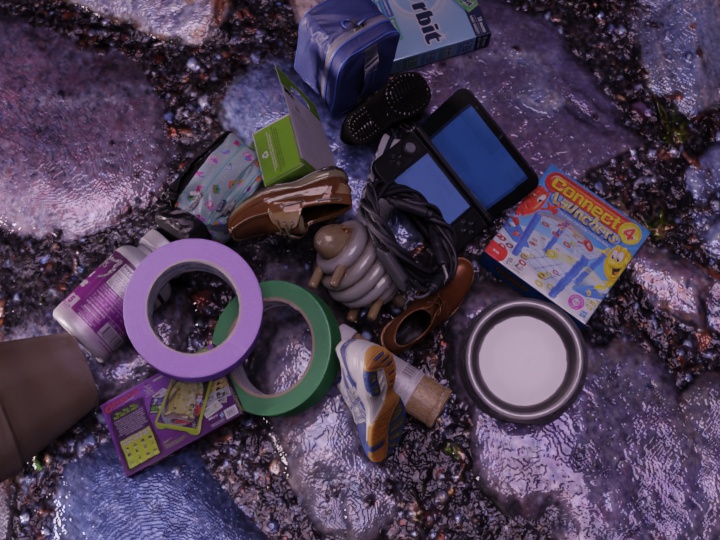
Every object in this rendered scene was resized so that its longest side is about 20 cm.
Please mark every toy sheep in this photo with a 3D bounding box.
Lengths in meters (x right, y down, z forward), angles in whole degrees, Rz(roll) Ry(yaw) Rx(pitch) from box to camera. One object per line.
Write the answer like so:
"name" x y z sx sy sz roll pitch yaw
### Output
"toy sheep" 0.000 0.000 1.475 0.137 0.200 0.139 -28 38 24

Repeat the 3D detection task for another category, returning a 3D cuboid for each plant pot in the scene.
"plant pot" -0.483 0.179 1.389 0.172 0.200 0.201 -22 70 -27

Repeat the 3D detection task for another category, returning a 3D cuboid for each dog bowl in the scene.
"dog bowl" 0.246 0.135 1.445 0.197 0.059 0.203 -1 82 7

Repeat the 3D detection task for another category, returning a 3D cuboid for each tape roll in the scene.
"tape roll" -0.127 0.118 1.440 0.198 0.048 0.203 -4 78 20
"tape roll" -0.240 0.059 1.392 0.197 0.066 0.203 1 78 -5

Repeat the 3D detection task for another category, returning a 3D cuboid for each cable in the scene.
"cable" 0.076 -0.062 1.447 0.163 0.051 0.201 -34 90 -44

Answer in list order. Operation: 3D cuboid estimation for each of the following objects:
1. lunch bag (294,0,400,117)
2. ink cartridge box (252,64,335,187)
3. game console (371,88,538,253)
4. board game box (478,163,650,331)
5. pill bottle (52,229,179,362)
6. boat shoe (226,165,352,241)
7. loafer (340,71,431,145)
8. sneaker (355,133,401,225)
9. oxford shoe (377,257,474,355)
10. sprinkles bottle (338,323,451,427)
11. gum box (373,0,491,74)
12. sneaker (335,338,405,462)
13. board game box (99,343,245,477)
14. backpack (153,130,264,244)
"lunch bag" -0.016 -0.357 1.577 0.135 0.200 0.133 -34 76 -18
"ink cartridge box" -0.109 -0.205 1.541 0.075 0.148 0.202 -26 62 17
"game console" 0.149 -0.151 1.516 0.170 0.118 0.201 -40 91 -27
"board game box" 0.327 -0.036 1.538 0.199 0.056 0.196 36 73 12
"pill bottle" -0.363 0.034 1.471 0.112 0.112 0.200 40 73 13
"boat shoe" -0.104 -0.089 1.447 0.198 0.076 0.074 -24 62 2
"loafer" 0.035 -0.273 1.614 0.199 0.071 0.074 -34 102 -29
"sneaker" 0.043 -0.126 1.562 0.080 0.076 0.202 21 72 -4
"oxford shoe" 0.114 0.056 1.485 0.071 0.071 0.200 45 74 -5
"sprinkles bottle" 0.039 0.159 1.454 0.199 0.068 0.069 31 72 10
"gum box" 0.108 -0.451 1.696 0.198 0.045 0.172 -18 71 -7
"sneaker" 0.011 0.185 1.409 0.075 0.202 0.088 -27 35 -38
"board game box" -0.280 0.209 1.425 0.198 0.032 0.121 -28 75 5
"backpack" -0.232 -0.117 1.519 0.126 0.167 0.201 39 69 -7
